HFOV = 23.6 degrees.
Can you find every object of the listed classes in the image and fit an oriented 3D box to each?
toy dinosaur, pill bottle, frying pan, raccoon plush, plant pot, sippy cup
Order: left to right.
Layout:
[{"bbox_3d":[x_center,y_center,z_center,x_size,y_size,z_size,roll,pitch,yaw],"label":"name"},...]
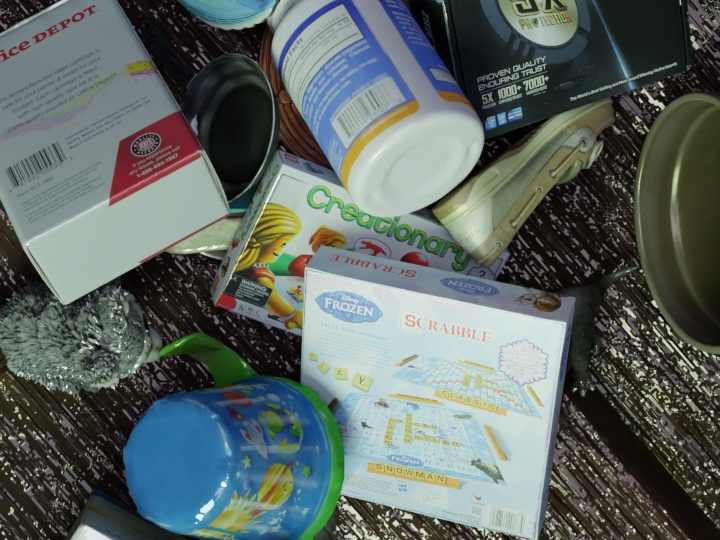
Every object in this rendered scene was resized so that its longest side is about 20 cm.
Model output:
[{"bbox_3d":[-0.247,0.055,1.302,0.199,0.134,0.097,-9,91,-6],"label":"raccoon plush"},{"bbox_3d":[-0.123,-0.118,1.329,0.031,0.190,0.116,10,102,-44],"label":"frying pan"},{"bbox_3d":[-0.100,0.141,1.258,0.177,0.130,0.140,33,100,28],"label":"sippy cup"},{"bbox_3d":[0.001,-0.148,1.292,0.112,0.112,0.201,-27,61,-5],"label":"pill bottle"},{"bbox_3d":[0.151,0.060,1.354,0.199,0.102,0.077,-34,51,-4],"label":"toy dinosaur"},{"bbox_3d":[0.337,-0.044,1.347,0.172,0.200,0.202,-7,90,-23],"label":"plant pot"}]

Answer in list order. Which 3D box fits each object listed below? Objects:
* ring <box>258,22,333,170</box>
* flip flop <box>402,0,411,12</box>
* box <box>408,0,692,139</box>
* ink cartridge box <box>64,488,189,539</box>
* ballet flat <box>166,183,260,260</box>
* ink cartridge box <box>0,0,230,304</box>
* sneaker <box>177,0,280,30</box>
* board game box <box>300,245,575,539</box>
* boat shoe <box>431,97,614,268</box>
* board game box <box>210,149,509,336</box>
[{"bbox_3d":[0.017,-0.164,1.388,0.199,0.019,0.202,0,89,-5],"label":"ring"},{"bbox_3d":[0.090,-0.267,1.366,0.200,0.058,0.081,-38,90,-12],"label":"flip flop"},{"bbox_3d":[0.143,-0.212,1.325,0.199,0.086,0.165,-18,119,-13],"label":"box"},{"bbox_3d":[-0.175,0.269,1.274,0.147,0.200,0.145,30,87,-4],"label":"ink cartridge box"},{"bbox_3d":[-0.065,-0.038,1.362,0.199,0.068,0.063,4,128,-12],"label":"ballet flat"},{"bbox_3d":[-0.206,-0.098,1.286,0.145,0.083,0.200,-28,55,-5],"label":"ink cartridge box"},{"bbox_3d":[-0.140,-0.241,1.299,0.199,0.090,0.079,20,88,28],"label":"sneaker"},{"bbox_3d":[0.052,0.094,1.302,0.199,0.041,0.201,12,121,13],"label":"board game box"},{"bbox_3d":[0.139,-0.074,1.342,0.200,0.073,0.063,-37,92,-39],"label":"boat shoe"},{"bbox_3d":[0.000,0.000,1.332,0.199,0.035,0.127,20,110,-19],"label":"board game box"}]
